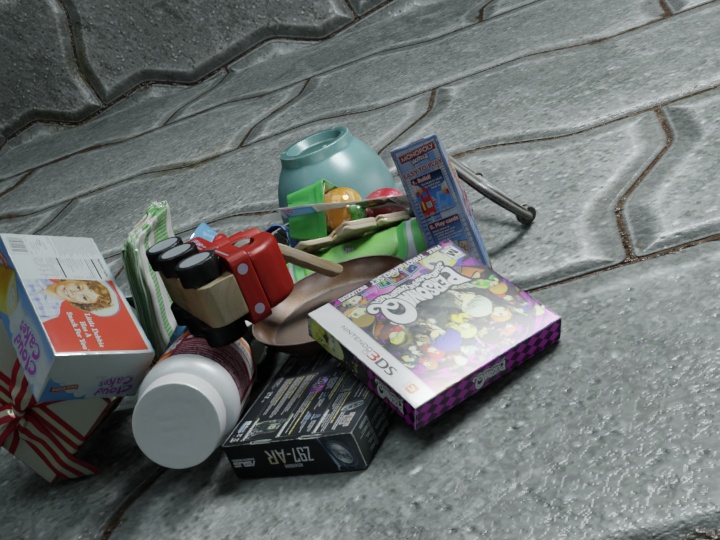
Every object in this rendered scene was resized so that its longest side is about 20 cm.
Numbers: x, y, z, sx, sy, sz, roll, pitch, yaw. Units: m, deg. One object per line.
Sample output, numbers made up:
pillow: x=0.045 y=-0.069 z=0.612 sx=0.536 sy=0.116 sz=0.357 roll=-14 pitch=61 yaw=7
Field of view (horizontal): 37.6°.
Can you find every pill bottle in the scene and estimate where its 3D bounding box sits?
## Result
pill bottle: x=-0.178 y=0.134 z=1.146 sx=0.109 sy=0.110 sz=0.200 roll=-21 pitch=9 yaw=7

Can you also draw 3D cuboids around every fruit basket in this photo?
fruit basket: x=0.004 y=-0.074 z=1.481 sx=0.198 sy=0.095 sz=0.185 roll=0 pitch=-5 yaw=15

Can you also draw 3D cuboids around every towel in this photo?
towel: x=-0.243 y=0.008 z=1.279 sx=0.023 sy=0.154 sz=0.200 roll=-10 pitch=18 yaw=3

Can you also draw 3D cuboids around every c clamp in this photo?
c clamp: x=0.170 y=-0.114 z=1.421 sx=0.027 sy=0.170 sz=0.200 roll=-54 pitch=35 yaw=9

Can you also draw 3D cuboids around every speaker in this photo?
speaker: x=0.000 y=0.000 z=1.361 sx=0.199 sy=0.089 sz=0.089 roll=-18 pitch=21 yaw=13

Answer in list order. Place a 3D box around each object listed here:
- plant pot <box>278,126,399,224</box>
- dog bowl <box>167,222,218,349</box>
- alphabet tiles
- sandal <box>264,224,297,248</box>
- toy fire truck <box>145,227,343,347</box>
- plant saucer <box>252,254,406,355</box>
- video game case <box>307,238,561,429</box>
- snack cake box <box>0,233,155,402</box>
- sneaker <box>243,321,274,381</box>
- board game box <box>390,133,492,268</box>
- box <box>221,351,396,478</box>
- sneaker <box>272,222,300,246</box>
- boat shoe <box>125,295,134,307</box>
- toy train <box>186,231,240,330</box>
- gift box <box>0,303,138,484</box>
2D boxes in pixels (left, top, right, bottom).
plant pot: x=-0.050 y=-0.146 z=1.692 sx=0.199 sy=0.135 sz=0.201 roll=-20 pitch=22 yaw=8
dog bowl: x=-0.235 y=0.033 z=1.446 sx=0.112 sy=0.049 sz=0.201 roll=111 pitch=-177 yaw=-72
alphabet tiles: x=-0.009 y=-0.040 z=1.420 sx=0.194 sy=0.015 sz=0.200 roll=-13 pitch=-9 yaw=-22
sandal: x=-0.131 y=0.005 z=1.481 sx=0.079 sy=0.088 sz=0.200 roll=-10 pitch=29 yaw=25
toy fire truck: x=-0.113 y=0.000 z=1.194 sx=0.199 sy=0.129 sz=0.176 roll=-29 pitch=20 yaw=-20
plant saucer: x=-0.030 y=0.043 z=1.238 sx=0.199 sy=0.032 sz=0.200 roll=-21 pitch=22 yaw=9
video game case: x=0.075 y=0.058 z=1.099 sx=0.199 sy=0.036 sz=0.181 roll=-27 pitch=44 yaw=-26
snack cake box: x=-0.319 y=0.047 z=1.151 sx=0.114 sy=0.067 sz=0.200 roll=3 pitch=37 yaw=-41
sneaker: x=-0.145 y=0.080 z=1.347 sx=0.088 sy=0.077 sz=0.200 roll=-22 pitch=17 yaw=28
board game box: x=0.099 y=-0.082 z=1.290 sx=0.061 sy=0.201 sz=0.200 roll=-20 pitch=22 yaw=10
box: x=-0.033 y=0.136 z=1.126 sx=0.159 sy=0.044 sz=0.200 roll=-11 pitch=24 yaw=29
sneaker: x=-0.161 y=-0.013 z=1.601 sx=0.199 sy=0.078 sz=0.086 roll=-22 pitch=8 yaw=-16
boat shoe: x=-0.282 y=0.055 z=1.538 sx=0.199 sy=0.072 sz=0.070 roll=-10 pitch=24 yaw=27
toy train: x=-0.172 y=0.018 z=1.398 sx=0.200 sy=0.084 sz=0.116 roll=-67 pitch=2 yaw=-78
gift box: x=-0.347 y=0.125 z=1.254 sx=0.185 sy=0.199 sz=0.187 roll=-56 pitch=0 yaw=30
